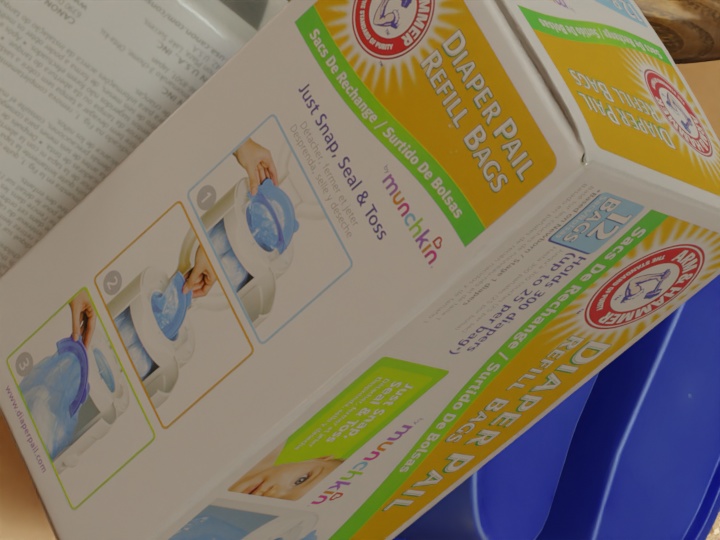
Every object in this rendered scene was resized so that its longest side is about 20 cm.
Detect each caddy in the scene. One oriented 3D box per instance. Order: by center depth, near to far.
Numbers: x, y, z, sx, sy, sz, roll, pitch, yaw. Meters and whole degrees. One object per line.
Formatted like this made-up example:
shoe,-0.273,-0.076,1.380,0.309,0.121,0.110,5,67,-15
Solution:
caddy,0.060,0.021,0.869,0.141,0.105,0.201,34,77,-42

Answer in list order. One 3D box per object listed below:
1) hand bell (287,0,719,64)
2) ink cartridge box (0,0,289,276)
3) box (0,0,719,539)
hand bell,0.034,-0.096,0.829,0.198,0.104,0.105,13,85,-4
ink cartridge box,-0.142,-0.054,0.784,0.162,0.200,0.057,36,34,-16
box,0.000,0.000,0.746,0.112,0.200,0.102,13,42,-53
